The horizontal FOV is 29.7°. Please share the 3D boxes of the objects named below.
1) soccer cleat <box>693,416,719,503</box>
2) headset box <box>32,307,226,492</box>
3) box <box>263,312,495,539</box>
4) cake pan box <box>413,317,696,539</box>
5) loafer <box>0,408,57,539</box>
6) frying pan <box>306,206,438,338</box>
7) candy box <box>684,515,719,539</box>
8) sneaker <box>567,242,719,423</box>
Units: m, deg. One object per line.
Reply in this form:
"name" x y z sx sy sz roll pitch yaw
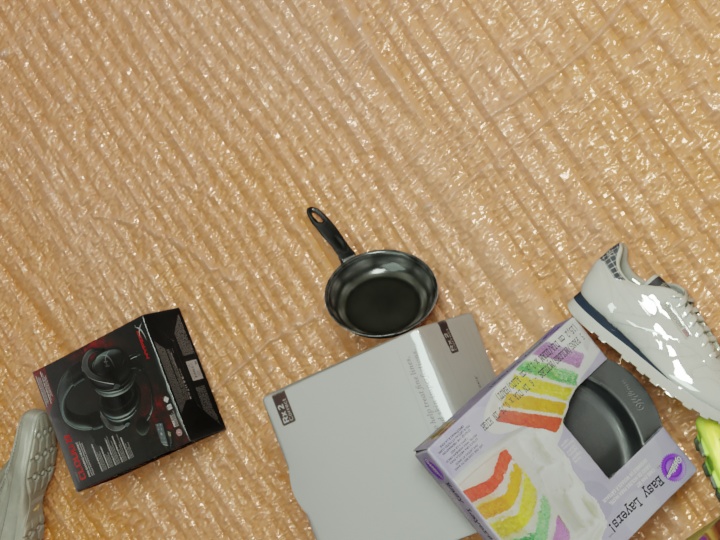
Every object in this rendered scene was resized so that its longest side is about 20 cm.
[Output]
"soccer cleat" 0.368 0.208 1.200 0.083 0.065 0.201 -33 77 8
"headset box" -0.270 0.150 1.536 0.199 0.077 0.150 -25 83 27
"box" 0.042 0.174 1.332 0.199 0.130 0.201 -26 83 29
"cake pan box" 0.179 0.170 1.222 0.200 0.052 0.185 -38 90 -18
"loafer" -0.412 0.257 1.630 0.069 0.070 0.202 17 104 18
"frying pan" -0.009 0.012 1.370 0.189 0.115 0.031 25 145 28
"candy box" 0.304 0.290 1.157 0.056 0.200 0.117 -41 76 26
"sneaker" 0.282 0.060 1.223 0.200 0.076 0.081 39 103 19
